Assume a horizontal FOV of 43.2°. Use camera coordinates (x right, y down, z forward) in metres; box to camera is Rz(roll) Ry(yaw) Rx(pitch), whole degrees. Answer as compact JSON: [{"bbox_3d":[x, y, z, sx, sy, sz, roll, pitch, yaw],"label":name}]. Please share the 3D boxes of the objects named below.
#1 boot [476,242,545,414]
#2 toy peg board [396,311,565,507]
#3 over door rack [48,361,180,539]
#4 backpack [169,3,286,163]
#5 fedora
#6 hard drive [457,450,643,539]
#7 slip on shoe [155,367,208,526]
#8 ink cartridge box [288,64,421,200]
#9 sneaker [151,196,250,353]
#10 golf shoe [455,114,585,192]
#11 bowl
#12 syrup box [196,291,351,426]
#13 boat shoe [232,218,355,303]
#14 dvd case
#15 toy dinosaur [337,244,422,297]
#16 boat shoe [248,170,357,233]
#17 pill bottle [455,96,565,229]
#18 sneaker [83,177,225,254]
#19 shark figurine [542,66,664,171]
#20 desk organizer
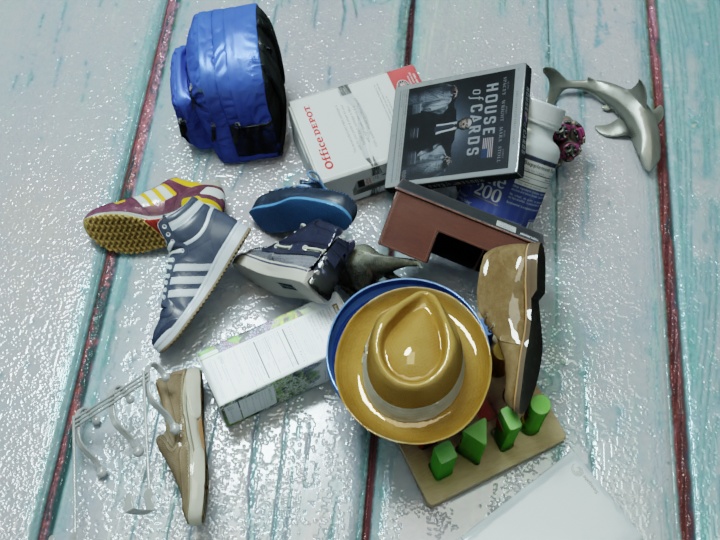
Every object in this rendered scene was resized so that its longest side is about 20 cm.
[{"bbox_3d":[0.177,0.068,1.085,0.074,0.074,0.204,0,77,21],"label":"boot"},{"bbox_3d":[0.131,0.153,1.136,0.197,0.098,0.201,-22,66,-12],"label":"toy peg board"},{"bbox_3d":[-0.284,0.226,1.069,0.147,0.066,0.202,-32,40,25],"label":"over door rack"},{"bbox_3d":[-0.186,-0.263,1.286,0.165,0.201,0.165,-10,64,-5],"label":"backpack"},{"bbox_3d":[0.061,0.092,1.033,0.197,0.082,0.203,0,58,0],"label":"fedora"},{"bbox_3d":[0.221,0.327,1.088,0.198,0.027,0.132,-32,68,-16],"label":"hard drive"},{"bbox_3d":[-0.219,0.214,1.114,0.059,0.076,0.203,-4,60,-8],"label":"slip on shoe"},{"bbox_3d":[0.010,-0.192,1.317,0.197,0.083,0.148,-18,65,-9],"label":"ink cartridge box"},{"bbox_3d":[-0.241,0.000,1.193,0.108,0.070,0.202,34,86,-8],"label":"sneaker"},{"bbox_3d":[0.224,-0.162,1.321,0.198,0.073,0.092,-26,24,-1],"label":"golf shoe"},{"bbox_3d":[0.056,0.105,1.098,0.197,0.040,0.203,0,58,0],"label":"bowl"},{"bbox_3d":[-0.100,0.113,1.165,0.198,0.079,0.082,-25,65,-12],"label":"syrup box"},{"bbox_3d":[-0.085,-0.019,1.192,0.198,0.075,0.094,13,66,48],"label":"boat shoe"},{"bbox_3d":[0.126,-0.184,1.196,0.197,0.025,0.153,-4,72,35],"label":"dvd case"},{"bbox_3d":[0.000,0.000,1.193,0.102,0.199,0.078,42,74,-28],"label":"toy dinosaur"},{"bbox_3d":[-0.076,-0.097,1.226,0.198,0.085,0.069,8,52,43],"label":"boat shoe"},{"bbox_3d":[0.200,-0.132,1.220,0.110,0.111,0.203,23,103,11],"label":"pill bottle"},{"bbox_3d":[-0.285,-0.082,1.275,0.196,0.076,0.091,-4,42,1],"label":"sneaker"},{"bbox_3d":[0.380,-0.259,1.352,0.214,0.090,0.128,38,67,15],"label":"shark figurine"},{"bbox_3d":[0.127,-0.040,1.156,0.197,0.072,0.078,22,106,4],"label":"desk organizer"}]
